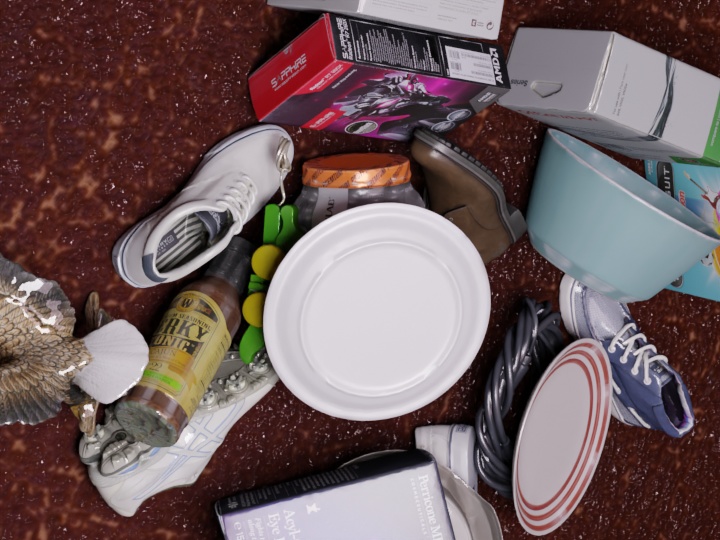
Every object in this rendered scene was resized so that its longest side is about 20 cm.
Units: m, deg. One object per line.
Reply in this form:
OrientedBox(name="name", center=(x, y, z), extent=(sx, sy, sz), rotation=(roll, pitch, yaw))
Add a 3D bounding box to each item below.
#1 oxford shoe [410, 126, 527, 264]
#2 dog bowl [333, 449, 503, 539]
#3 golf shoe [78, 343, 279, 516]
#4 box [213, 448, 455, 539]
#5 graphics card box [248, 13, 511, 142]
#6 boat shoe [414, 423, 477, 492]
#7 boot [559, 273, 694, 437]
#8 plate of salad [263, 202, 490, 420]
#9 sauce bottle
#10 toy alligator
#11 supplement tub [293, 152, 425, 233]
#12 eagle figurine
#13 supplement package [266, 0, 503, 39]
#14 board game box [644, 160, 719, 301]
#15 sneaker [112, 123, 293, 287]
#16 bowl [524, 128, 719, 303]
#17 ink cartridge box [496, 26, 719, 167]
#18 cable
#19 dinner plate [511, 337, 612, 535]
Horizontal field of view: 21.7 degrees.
OrientedBox(name="oxford shoe", center=(0.089, -0.060, 1.751), extent=(0.084, 0.073, 0.200), rotation=(-47, 140, -7))
OrientedBox(name="dog bowl", center=(0.032, 0.263, 1.755), extent=(0.200, 0.059, 0.200), rotation=(0, 92, -5))
OrientedBox(name="golf shoe", center=(-0.152, 0.138, 1.653), extent=(0.200, 0.078, 0.097), rotation=(-30, 133, -22))
OrientedBox(name="box", center=(-0.015, 0.254, 1.669), extent=(0.200, 0.104, 0.148), rotation=(-15, 92, -5))
OrientedBox(name="graphics card box", center=(0.018, -0.166, 1.667), extent=(0.200, 0.125, 0.051), rotation=(4, 66, -37))
OrientedBox(name="boat shoe", center=(0.077, 0.248, 1.826), extent=(0.072, 0.066, 0.200), rotation=(-34, 125, -74))
OrientedBox(name="boot", center=(0.277, 0.081, 1.922), extent=(0.073, 0.090, 0.200), rotation=(-42, 120, -22))
OrientedBox(name="plate of salad", center=(0.013, 0.034, 1.611), extent=(0.200, 0.048, 0.200), rotation=(-5, 113, -12))
OrientedBox(name="sauce bottle", center=(-0.143, 0.056, 1.608), extent=(0.065, 0.065, 0.200), rotation=(50, 48, -31))
OrientedBox(name="toy alligator", center=(-0.062, -0.013, 1.627), extent=(0.054, 0.059, 0.200), rotation=(12, 94, 7))
OrientedBox(name="supplement tub", center=(0.000, 0.000, 1.689), extent=(0.122, 0.123, 0.200), rotation=(-12, 106, -33))
OrientedBox(name="eagle figurine", center=(-0.285, 0.070, 1.500), extent=(0.200, 0.152, 0.151), rotation=(21, 107, -41))
OrientedBox(name="supplement package", center=(0.033, -0.314, 1.633), extent=(0.152, 0.151, 0.200), rotation=(6, 96, -35))
OrientedBox(name="board game box", center=(0.376, -0.043, 1.900), extent=(0.047, 0.200, 0.151), rotation=(-18, 109, -32))
OrientedBox(name="sneaker", center=(-0.121, -0.051, 1.623), extent=(0.200, 0.071, 0.073), rotation=(-45, 121, -21))
OrientedBox(name="bowl", center=(0.240, -0.041, 1.828), extent=(0.201, 0.201, 0.105), rotation=(23, 104, -36))
OrientedBox(name="ink cartridge box", center=(0.254, -0.167, 1.823), extent=(0.200, 0.147, 0.083), rotation=(16, 88, -37))
OrientedBox(name="cable", center=(0.156, 0.121, 1.842), extent=(0.163, 0.051, 0.200), rotation=(-36, 132, -46))
OrientedBox(name="dinner plate", center=(0.193, 0.161, 1.847), extent=(0.200, 0.024, 0.200), rotation=(-28, 125, -50))
